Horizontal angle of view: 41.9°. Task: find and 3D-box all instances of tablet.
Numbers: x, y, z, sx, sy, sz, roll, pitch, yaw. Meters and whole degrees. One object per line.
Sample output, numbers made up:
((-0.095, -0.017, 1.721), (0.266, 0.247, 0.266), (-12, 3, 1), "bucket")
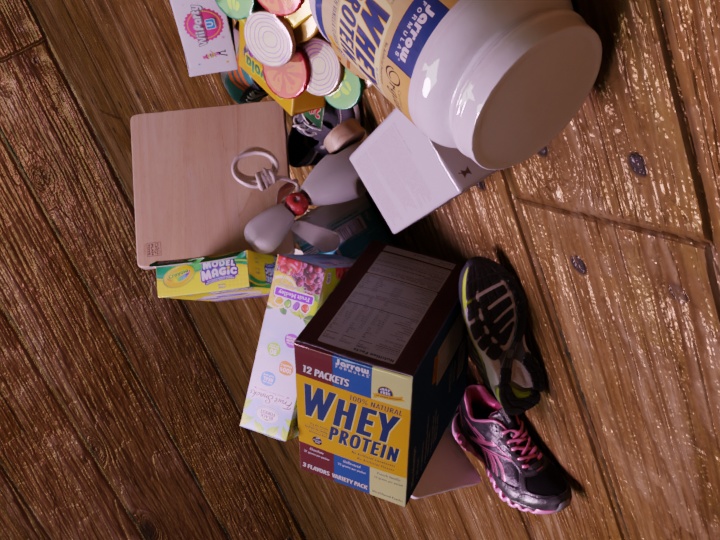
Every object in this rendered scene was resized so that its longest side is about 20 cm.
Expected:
((0.061, 0.195, 1.193), (0.200, 0.130, 0.014), (56, 128, 31), "tablet")

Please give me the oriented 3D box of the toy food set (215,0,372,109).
((-0.049, -0.256, 0.939), (0.198, 0.049, 0.200), (-25, 107, 44), "toy food set")

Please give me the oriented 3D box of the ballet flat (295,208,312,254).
((-0.071, -0.008, 1.317), (0.068, 0.062, 0.200), (107, 174, -47), "ballet flat")

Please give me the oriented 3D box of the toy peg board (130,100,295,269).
((-0.185, -0.103, 1.231), (0.098, 0.198, 0.201), (60, -155, -80), "toy peg board")

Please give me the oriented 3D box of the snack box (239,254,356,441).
((-0.058, 0.084, 1.107), (0.068, 0.201, 0.169), (16, -172, 19), "snack box")

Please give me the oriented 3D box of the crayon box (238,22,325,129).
((-0.086, -0.267, 1.063), (0.127, 0.051, 0.200), (46, 144, 35), "crayon box")

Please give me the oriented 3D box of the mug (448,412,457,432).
((0.056, 0.210, 1.340), (0.115, 0.152, 0.185), (62, 178, 0), "mug")

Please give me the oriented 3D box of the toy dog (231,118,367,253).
((-0.046, -0.090, 1.108), (0.096, 0.199, 0.132), (89, 163, -74), "toy dog")

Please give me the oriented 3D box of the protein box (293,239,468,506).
((0.032, 0.112, 1.069), (0.135, 0.200, 0.199), (16, 129, 19), "protein box")

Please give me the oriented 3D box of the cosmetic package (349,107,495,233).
((0.065, -0.113, 0.946), (0.102, 0.071, 0.200), (60, 162, -1), "cosmetic package")

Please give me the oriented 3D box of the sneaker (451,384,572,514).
((0.185, 0.216, 1.169), (0.200, 0.079, 0.096), (41, 144, 41), "sneaker")

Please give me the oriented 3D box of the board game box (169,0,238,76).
((-0.196, -0.357, 1.137), (0.148, 0.064, 0.200), (83, 178, -52), "board game box")

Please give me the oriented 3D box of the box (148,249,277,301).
((-0.160, 0.008, 1.125), (0.200, 0.117, 0.049), (20, -116, -74), "box")

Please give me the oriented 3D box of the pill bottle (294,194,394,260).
((0.000, 0.000, 1.237), (0.200, 0.111, 0.111), (61, 162, -4), "pill bottle")

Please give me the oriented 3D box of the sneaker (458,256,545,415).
((0.141, 0.068, 1.040), (0.081, 0.074, 0.200), (38, 151, 55), "sneaker")

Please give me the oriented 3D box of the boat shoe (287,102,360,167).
((-0.051, -0.177, 1.169), (0.073, 0.063, 0.200), (59, 161, 6), "boat shoe")

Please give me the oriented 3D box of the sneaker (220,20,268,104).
((-0.134, -0.259, 1.245), (0.080, 0.071, 0.200), (60, 161, 12), "sneaker")

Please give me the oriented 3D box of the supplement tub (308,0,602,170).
((0.068, -0.184, 0.708), (0.200, 0.144, 0.145), (49, 159, 29), "supplement tub")
